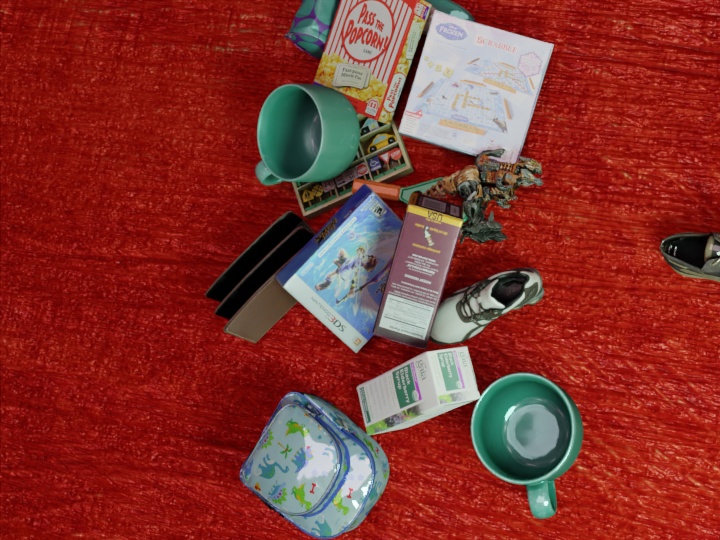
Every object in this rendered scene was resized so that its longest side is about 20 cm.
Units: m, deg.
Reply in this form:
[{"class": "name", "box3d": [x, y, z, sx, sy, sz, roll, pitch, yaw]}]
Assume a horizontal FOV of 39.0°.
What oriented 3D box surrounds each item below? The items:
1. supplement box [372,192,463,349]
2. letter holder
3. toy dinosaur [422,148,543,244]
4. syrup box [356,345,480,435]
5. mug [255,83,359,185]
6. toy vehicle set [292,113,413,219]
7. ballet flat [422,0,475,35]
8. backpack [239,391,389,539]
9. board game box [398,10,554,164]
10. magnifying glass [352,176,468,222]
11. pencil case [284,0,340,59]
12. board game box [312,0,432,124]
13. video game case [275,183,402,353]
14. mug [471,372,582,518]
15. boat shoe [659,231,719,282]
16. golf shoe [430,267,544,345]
[{"class": "supplement box", "box3d": [0.087, -0.001, 1.502, 0.085, 0.110, 0.202, 16, 105, 3]}, {"class": "letter holder", "box3d": [-0.154, 0.005, 1.631, 0.200, 0.142, 0.101, -44, 71, 5]}, {"class": "toy dinosaur", "box3d": [0.184, -0.116, 1.576, 0.198, 0.102, 0.138, -14, 77, 34]}, {"class": "syrup box", "box3d": [0.082, 0.180, 1.504, 0.200, 0.081, 0.080, -34, 65, 53]}, {"class": "mug", "box3d": [-0.086, -0.218, 1.632, 0.184, 0.114, 0.154, 1, 95, 43]}, {"class": "toy vehicle set", "box3d": [-0.022, -0.182, 1.688, 0.198, 0.026, 0.126, -24, 74, 11]}, {"class": "ballet flat", "box3d": [0.095, -0.424, 1.673, 0.199, 0.068, 0.070, 34, 54, 23]}, {"class": "backpack", "box3d": [-0.070, 0.305, 1.548, 0.199, 0.147, 0.184, 34, 92, 17]}, {"class": "board game box", "box3d": [0.182, -0.285, 1.607, 0.198, 0.041, 0.202, 18, 94, 8]}, {"class": "magnifying glass", "box3d": [0.084, -0.119, 1.633, 0.197, 0.022, 0.081, 11, 89, 7]}, {"class": "pencil case", "box3d": [-0.063, -0.469, 1.723, 0.092, 0.085, 0.202, 12, 82, 39]}, {"class": "board game box", "box3d": [0.015, -0.358, 1.652, 0.151, 0.046, 0.202, 26, 102, 33]}, {"class": "video game case", "box3d": [0.000, 0.000, 1.571, 0.200, 0.181, 0.045, -46, 32, 2]}, {"class": "mug", "box3d": [0.241, 0.247, 1.473, 0.151, 0.114, 0.187, 19, 86, 24]}, {"class": "boat shoe", "box3d": [0.510, -0.016, 1.431, 0.199, 0.073, 0.076, 2, 80, 50]}, {"class": "golf shoe", "box3d": [0.182, 0.047, 1.550, 0.199, 0.094, 0.078, -30, 74, 11]}]
